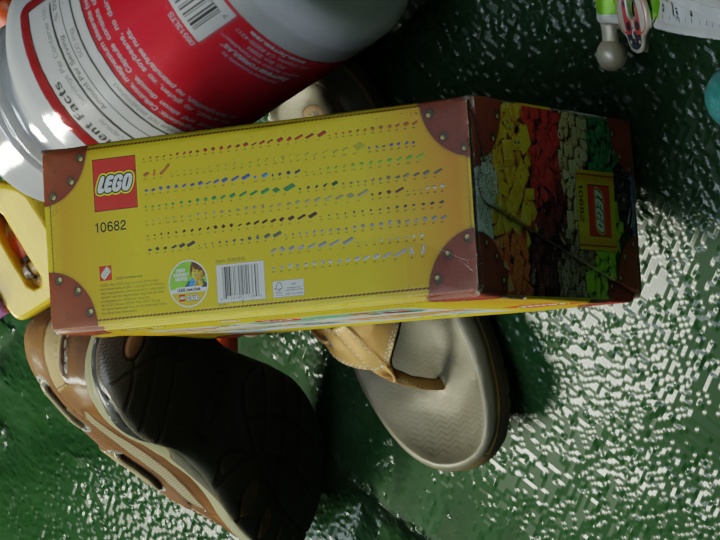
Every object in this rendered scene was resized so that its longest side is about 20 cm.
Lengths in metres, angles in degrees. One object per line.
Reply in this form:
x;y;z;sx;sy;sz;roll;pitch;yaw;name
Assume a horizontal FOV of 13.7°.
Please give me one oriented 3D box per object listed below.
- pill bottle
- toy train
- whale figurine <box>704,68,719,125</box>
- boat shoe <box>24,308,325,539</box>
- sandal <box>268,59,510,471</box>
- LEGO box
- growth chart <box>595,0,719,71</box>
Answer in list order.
-0.081;-0.108;1.294;0.200;0.112;0.113;-30;87;38;pill bottle
-0.117;-0.039;1.422;0.149;0.056;0.202;-4;97;17;toy train
0.185;-0.095;1.076;0.159;0.104;0.200;49;134;13;whale figurine
-0.083;0.064;1.360;0.073;0.076;0.200;10;156;33;boat shoe
0.000;0.000;1.325;0.080;0.054;0.201;-19;95;45;sandal
-0.007;-0.018;1.216;0.199;0.149;0.078;-6;86;28;LEGO box
0.119;-0.147;1.111;0.200;0.018;0.146;-167;67;-74;growth chart
